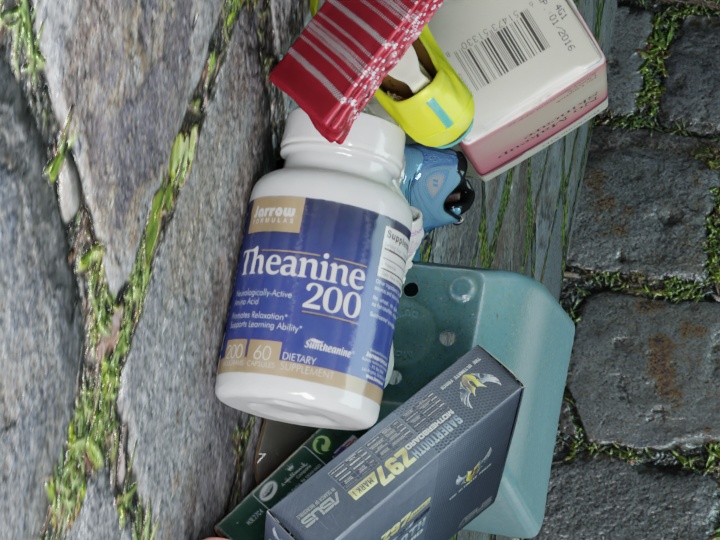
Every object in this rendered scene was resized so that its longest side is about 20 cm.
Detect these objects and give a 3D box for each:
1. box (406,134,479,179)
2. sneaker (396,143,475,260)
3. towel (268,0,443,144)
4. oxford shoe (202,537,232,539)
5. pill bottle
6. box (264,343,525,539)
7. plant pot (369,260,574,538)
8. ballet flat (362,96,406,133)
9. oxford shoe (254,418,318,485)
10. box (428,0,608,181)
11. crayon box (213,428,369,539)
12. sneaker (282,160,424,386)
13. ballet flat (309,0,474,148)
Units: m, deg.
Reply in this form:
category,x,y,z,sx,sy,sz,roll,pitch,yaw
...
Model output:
category,x,y,z,sx,sy,sz,roll,pitch,yaw
box,0.077,-0.150,2.060,0.200,0.068,0.082,57,42,-76
sneaker,0.052,-0.045,1.863,0.200,0.090,0.079,99,-14,-68
towel,0.021,-0.180,1.430,0.200,0.022,0.145,-52,-155,4
oxford shoe,-0.093,0.265,1.430,0.074,0.071,0.200,-61,156,-57
pill bottle,-0.026,-0.002,1.473,0.111,0.111,0.201,59,40,-74
box,0.019,0.159,1.507,0.200,0.051,0.158,-37,155,-27
plant pot,0.050,0.084,1.780,0.200,0.196,0.196,60,39,-65
ballet flat,0.008,-0.130,1.702,0.200,0.072,0.072,80,20,-62
oxford shoe,-0.033,0.085,1.655,0.071,0.071,0.200,-22,-140,57
box,0.116,-0.158,1.747,0.109,0.128,0.200,59,4,9
crayon box,-0.033,0.196,1.602,0.127,0.051,0.200,-42,155,-18
sneaker,0.000,0.000,1.577,0.075,0.099,0.201,-28,114,-45
ballet flat,0.013,-0.161,1.514,0.067,0.067,0.200,42,10,-50
